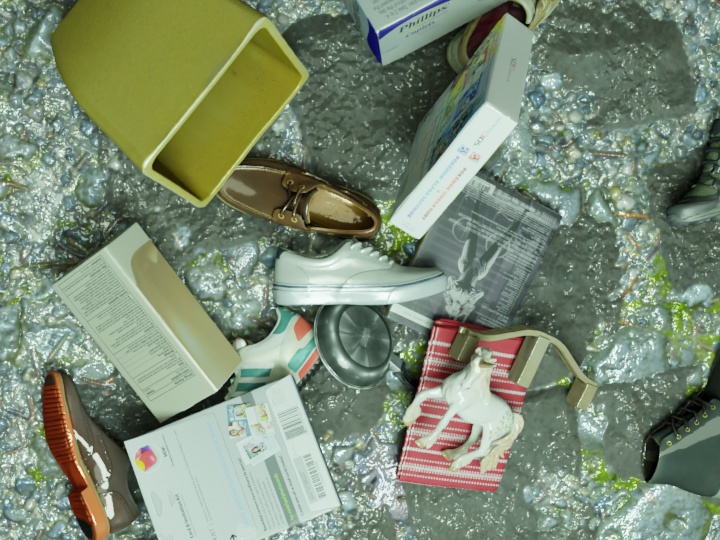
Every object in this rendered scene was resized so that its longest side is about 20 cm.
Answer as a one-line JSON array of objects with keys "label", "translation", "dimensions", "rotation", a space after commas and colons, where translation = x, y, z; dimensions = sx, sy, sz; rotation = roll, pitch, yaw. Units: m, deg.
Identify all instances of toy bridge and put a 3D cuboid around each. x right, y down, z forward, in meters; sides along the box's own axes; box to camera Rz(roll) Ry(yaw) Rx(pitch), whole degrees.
[{"label": "toy bridge", "translation": [0.197, 0.101, 1.375], "dimensions": [0.200, 0.027, 0.067], "rotation": [23, 95, -24]}]

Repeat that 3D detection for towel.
[{"label": "towel", "translation": [0.126, 0.163, 1.400], "dimensions": [0.144, 0.022, 0.201], "rotation": [10, 99, -22]}]

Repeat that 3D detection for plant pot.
[{"label": "plant pot", "translation": [-0.206, -0.218, 1.246], "dimensions": [0.200, 0.194, 0.196], "rotation": [40, 90, 13]}]

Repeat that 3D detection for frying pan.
[{"label": "frying pan", "translation": [0.018, 0.109, 1.360], "dimensions": [0.190, 0.031, 0.115], "rotation": [53, 46, -7]}]

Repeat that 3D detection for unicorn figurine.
[{"label": "unicorn figurine", "translation": [0.122, 0.154, 1.328], "dimensions": [0.137, 0.074, 0.200], "rotation": [-42, 144, 9]}]

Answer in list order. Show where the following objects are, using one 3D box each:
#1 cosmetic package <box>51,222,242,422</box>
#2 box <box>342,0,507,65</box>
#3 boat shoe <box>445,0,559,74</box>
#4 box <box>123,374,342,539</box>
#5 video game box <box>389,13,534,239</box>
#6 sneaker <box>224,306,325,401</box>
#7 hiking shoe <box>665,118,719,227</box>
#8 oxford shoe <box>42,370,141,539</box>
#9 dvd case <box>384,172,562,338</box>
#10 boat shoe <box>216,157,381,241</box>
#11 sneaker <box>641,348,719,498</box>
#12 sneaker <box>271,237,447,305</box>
[{"label": "cosmetic package", "translation": [-0.236, 0.059, 1.309], "dimensions": [0.105, 0.071, 0.200], "rotation": [-29, 103, 32]}, {"label": "box", "translation": [0.052, -0.358, 1.278], "dimensions": [0.184, 0.105, 0.200], "rotation": [-28, 78, -3]}, {"label": "boat shoe", "translation": [0.182, -0.302, 1.350], "dimensions": [0.074, 0.066, 0.200], "rotation": [40, 90, -10]}, {"label": "box", "translation": [-0.139, 0.224, 1.293], "dimensions": [0.199, 0.041, 0.156], "rotation": [-22, 79, -2]}, {"label": "video game box", "translation": [0.110, -0.156, 1.256], "dimensions": [0.047, 0.200, 0.182], "rotation": [29, 129, -9]}, {"label": "sneaker", "translation": [-0.125, 0.130, 1.363], "dimensions": [0.093, 0.070, 0.200], "rotation": [42, 91, 8]}, {"label": "hiking shoe", "translation": [0.435, -0.128, 1.409], "dimensions": [0.200, 0.076, 0.101], "rotation": [-33, 91, -12]}, {"label": "oxford shoe", "translation": [-0.310, 0.205, 1.349], "dimensions": [0.072, 0.071, 0.201], "rotation": [-19, 96, -34]}, {"label": "dvd case", "translation": [0.135, -0.006, 1.393], "dimensions": [0.148, 0.016, 0.201], "rotation": [25, 92, -18]}, {"label": "boat shoe", "translation": [-0.069, -0.082, 1.339], "dimensions": [0.199, 0.068, 0.072], "rotation": [16, 94, -9]}, {"label": "sneaker", "translation": [0.414, 0.177, 1.429], "dimensions": [0.106, 0.075, 0.201], "rotation": [9, 96, -11]}, {"label": "sneaker", "translation": [0.000, 0.000, 1.321], "dimensions": [0.199, 0.073, 0.071], "rotation": [-2, 98, -9]}]
